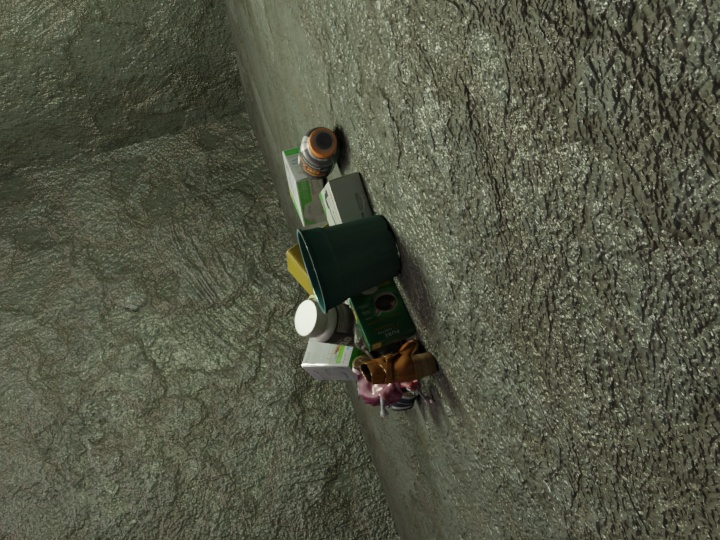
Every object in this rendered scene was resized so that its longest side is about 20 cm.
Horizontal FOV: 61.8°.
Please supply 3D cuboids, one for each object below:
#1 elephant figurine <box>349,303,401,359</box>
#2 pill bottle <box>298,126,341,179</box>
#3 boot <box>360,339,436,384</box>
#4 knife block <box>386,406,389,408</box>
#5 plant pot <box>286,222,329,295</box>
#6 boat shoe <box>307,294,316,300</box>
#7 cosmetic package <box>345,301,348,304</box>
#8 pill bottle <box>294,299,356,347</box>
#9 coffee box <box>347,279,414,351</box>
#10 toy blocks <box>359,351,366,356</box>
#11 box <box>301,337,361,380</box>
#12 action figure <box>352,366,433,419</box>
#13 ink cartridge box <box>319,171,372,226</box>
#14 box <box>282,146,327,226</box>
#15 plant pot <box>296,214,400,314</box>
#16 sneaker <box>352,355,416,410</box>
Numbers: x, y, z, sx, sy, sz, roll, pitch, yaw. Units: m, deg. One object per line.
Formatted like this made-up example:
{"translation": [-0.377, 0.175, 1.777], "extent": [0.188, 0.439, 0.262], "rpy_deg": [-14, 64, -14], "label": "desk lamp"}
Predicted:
{"translation": [0.059, 0.193, 1.571], "extent": [0.201, 0.140, 0.157], "rpy_deg": [60, -150, -45], "label": "elephant figurine"}
{"translation": [-0.108, -0.312, 1.585], "extent": [0.200, 0.105, 0.107], "rpy_deg": [153, 98, -80], "label": "pill bottle"}
{"translation": [0.074, 0.219, 1.390], "extent": [0.200, 0.153, 0.078], "rpy_deg": [-148, 49, -74], "label": "boot"}
{"translation": [0.070, 0.370, 1.957], "extent": [0.200, 0.063, 0.177], "rpy_deg": [96, 155, -67], "label": "knife block"}
{"translation": [-0.089, -0.004, 1.839], "extent": [0.201, 0.195, 0.194], "rpy_deg": [52, 166, 11], "label": "plant pot"}
{"translation": [-0.121, 0.114, 1.785], "extent": [0.073, 0.065, 0.200], "rpy_deg": [36, 161, -15], "label": "boat shoe"}
{"translation": [0.000, 0.150, 1.983], "extent": [0.200, 0.050, 0.084], "rpy_deg": [-137, 32, -70], "label": "cosmetic package"}
{"translation": [-0.071, 0.141, 1.621], "extent": [0.113, 0.199, 0.115], "rpy_deg": [-17, 67, 45], "label": "pill bottle"}
{"translation": [0.039, 0.086, 1.460], "extent": [0.044, 0.122, 0.201], "rpy_deg": [92, 156, -60], "label": "coffee box"}
{"translation": [0.067, 0.223, 1.689], "extent": [0.136, 0.099, 0.202], "rpy_deg": [14, 124, 64], "label": "toy blocks"}
{"translation": [-0.062, 0.219, 1.807], "extent": [0.097, 0.175, 0.202], "rpy_deg": [49, -135, -41], "label": "box"}
{"translation": [0.086, 0.279, 1.481], "extent": [0.200, 0.133, 0.151], "rpy_deg": [-37, 66, 54], "label": "action figure"}
{"translation": [-0.037, -0.157, 1.543], "extent": [0.200, 0.082, 0.148], "rpy_deg": [165, 87, -79], "label": "ink cartridge box"}
{"translation": [-0.182, -0.285, 2.031], "extent": [0.201, 0.096, 0.177], "rpy_deg": [85, 165, -48], "label": "box"}
{"translation": [-0.024, -0.028, 1.378], "extent": [0.200, 0.194, 0.203], "rpy_deg": [161, 90, -79], "label": "plant pot"}
{"translation": [0.065, 0.314, 1.650], "extent": [0.198, 0.070, 0.109], "rpy_deg": [25, 147, 22], "label": "sneaker"}
